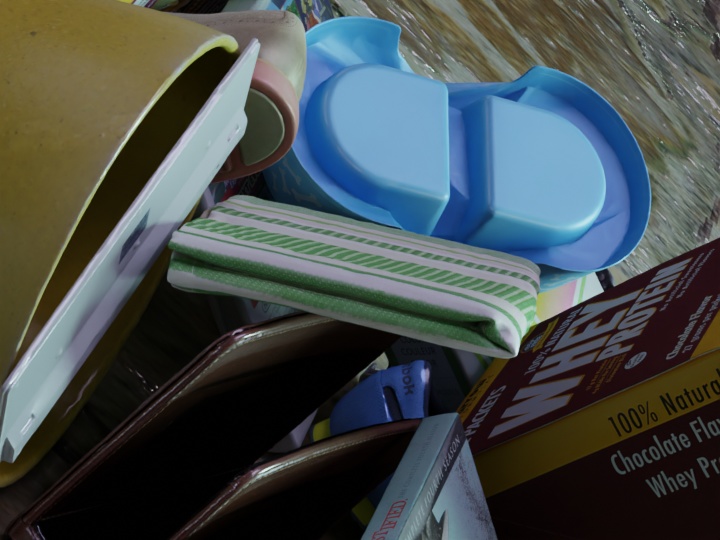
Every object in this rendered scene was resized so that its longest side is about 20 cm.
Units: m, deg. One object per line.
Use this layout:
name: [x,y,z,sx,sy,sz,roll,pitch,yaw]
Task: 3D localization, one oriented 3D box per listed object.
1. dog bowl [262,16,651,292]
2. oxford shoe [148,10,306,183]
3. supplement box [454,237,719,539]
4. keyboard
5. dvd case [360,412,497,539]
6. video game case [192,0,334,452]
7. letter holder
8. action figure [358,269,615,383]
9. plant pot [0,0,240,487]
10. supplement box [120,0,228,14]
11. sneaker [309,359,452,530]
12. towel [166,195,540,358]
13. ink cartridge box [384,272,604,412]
dog bowl: [0.042,-0.049,1.336,0.199,0.050,0.112,13,58,-22]
oxford shoe: [-0.114,-0.072,1.237,0.074,0.199,0.071,-74,153,-47]
supplement box: [0.167,0.109,1.274,0.200,0.197,0.133,53,41,-11]
keyboard: [-0.090,-0.010,1.086,0.011,0.056,0.200,24,54,11]
dvd case: [0.044,0.180,1.163,0.146,0.022,0.201,-57,132,-63]
video game case: [-0.038,-0.043,1.371,0.200,0.023,0.183,-64,142,-51]
letter holder: [-0.025,0.092,1.168,0.101,0.142,0.200,52,20,13]
action figure: [0.056,0.036,1.496,0.200,0.102,0.119,-33,111,-33]
plant pot: [-0.156,-0.036,1.113,0.142,0.201,0.200,28,19,7]
supplement box: [-0.141,-0.140,1.379,0.103,0.131,0.200,49,19,8]
sneaker: [0.062,0.130,1.353,0.200,0.078,0.066,52,17,-15]
towel: [0.000,0.000,1.171,0.152,0.024,0.200,12,7,2]
ink cartridge box: [0.063,0.018,1.401,0.104,0.059,0.201,-37,109,-35]
